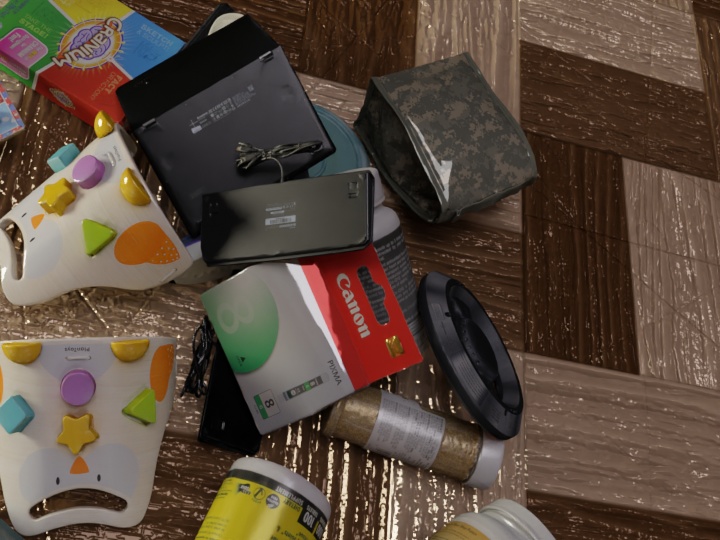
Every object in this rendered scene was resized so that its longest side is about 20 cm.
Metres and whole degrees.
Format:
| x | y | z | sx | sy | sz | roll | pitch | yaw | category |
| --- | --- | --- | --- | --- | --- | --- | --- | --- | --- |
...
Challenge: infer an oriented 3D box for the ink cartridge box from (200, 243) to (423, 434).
| x | y | z | sx | sy | sz | roll | pitch | yaw | category |
| --- | --- | --- | --- | --- | --- | --- | --- | --- | --- |
| -0.054 | 0.059 | 0.846 | 0.050 | 0.198 | 0.164 | -21 | 86 | -58 | ink cartridge box |

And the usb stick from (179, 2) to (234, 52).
| x | y | z | sx | sy | sz | roll | pitch | yaw | category |
| --- | --- | --- | --- | --- | --- | --- | --- | --- | --- |
| -0.214 | -0.258 | 1.044 | 0.032 | 0.056 | 0.202 | 29 | 60 | -1 | usb stick |

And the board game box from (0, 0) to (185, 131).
| x | y | z | sx | sy | sz | roll | pitch | yaw | category |
| --- | --- | --- | --- | --- | --- | --- | --- | --- | --- |
| -0.337 | -0.270 | 1.019 | 0.197 | 0.040 | 0.155 | 31 | 60 | -1 | board game box |

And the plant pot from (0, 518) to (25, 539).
| x | y | z | sx | sy | sz | roll | pitch | yaw | category |
| --- | --- | --- | --- | --- | --- | --- | --- | --- | --- |
| -0.328 | 0.295 | 0.651 | 0.195 | 0.201 | 0.197 | 37 | 62 | 4 | plant pot |

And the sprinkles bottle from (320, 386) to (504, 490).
| x | y | z | sx | sy | sz | roll | pitch | yaw | category |
| --- | --- | --- | --- | --- | --- | --- | --- | --- | --- |
| 0.057 | 0.177 | 0.911 | 0.196 | 0.068 | 0.070 | 20 | 60 | -7 | sprinkles bottle |

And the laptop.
| x | y | z | sx | sy | sz | roll | pitch | yaw | category |
| --- | --- | --- | --- | --- | --- | --- | --- | --- | --- |
| -0.157 | -0.172 | 0.944 | 0.185 | 0.116 | 0.203 | -30 | 95 | -6 | laptop |

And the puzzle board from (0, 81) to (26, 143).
| x | y | z | sx | sy | sz | roll | pitch | yaw | category |
| --- | --- | --- | --- | --- | --- | --- | --- | --- | --- |
| -0.490 | -0.171 | 0.913 | 0.197 | 0.017 | 0.152 | -30 | 77 | -16 | puzzle board |

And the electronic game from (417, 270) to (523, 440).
| x | y | z | sx | sy | sz | roll | pitch | yaw | category |
| --- | --- | --- | --- | --- | --- | --- | --- | --- | --- |
| 0.124 | 0.092 | 0.930 | 0.201 | 0.041 | 0.202 | 49 | 22 | -28 | electronic game |

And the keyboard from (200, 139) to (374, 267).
| x | y | z | sx | sy | sz | roll | pitch | yaw | category |
| --- | --- | --- | --- | --- | --- | --- | --- | --- | --- |
| -0.076 | -0.073 | 0.841 | 0.195 | 0.021 | 0.131 | -5 | 78 | 23 | keyboard |

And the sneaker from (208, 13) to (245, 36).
| x | y | z | sx | sy | sz | roll | pitch | yaw | category |
| --- | --- | --- | --- | --- | --- | --- | --- | --- | --- |
| -0.171 | -0.209 | 1.030 | 0.074 | 0.084 | 0.204 | 21 | 81 | 25 | sneaker |

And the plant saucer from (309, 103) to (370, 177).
| x | y | z | sx | sy | sz | roll | pitch | yaw | category |
| --- | --- | --- | --- | --- | --- | --- | --- | --- | --- |
| -0.076 | -0.135 | 1.046 | 0.195 | 0.028 | 0.205 | 7 | 64 | -15 | plant saucer |

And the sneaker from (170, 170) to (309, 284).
| x | y | z | sx | sy | sz | roll | pitch | yaw | category |
| --- | --- | --- | --- | --- | --- | --- | --- | --- | --- |
| -0.153 | -0.085 | 0.955 | 0.196 | 0.081 | 0.149 | -24 | 72 | -9 | sneaker |

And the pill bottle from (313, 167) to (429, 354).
| x | y | z | sx | sy | sz | roll | pitch | yaw | category |
| --- | --- | --- | --- | --- | --- | --- | --- | --- | --- |
| 0.000 | 0.000 | 0.904 | 0.112 | 0.113 | 0.205 | -23 | 107 | -26 | pill bottle |

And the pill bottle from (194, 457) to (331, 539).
| x | y | z | sx | sy | sz | roll | pitch | yaw | category |
| --- | --- | --- | --- | --- | --- | --- | --- | --- | --- |
| -0.112 | 0.290 | 0.776 | 0.111 | 0.113 | 0.203 | 27 | 60 | -3 | pill bottle |

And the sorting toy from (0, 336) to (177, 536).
| x | y | z | sx | sy | sz | roll | pitch | yaw | category |
| --- | --- | --- | --- | --- | --- | --- | --- | --- | --- |
| -0.273 | 0.159 | 0.814 | 0.195 | 0.107 | 0.185 | -1 | 84 | -18 | sorting toy |

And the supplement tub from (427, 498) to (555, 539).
| x | y | z | sx | sy | sz | roll | pitch | yaw | category |
| --- | --- | --- | --- | --- | --- | --- | --- | --- | --- |
| 0.098 | 0.330 | 0.806 | 0.198 | 0.145 | 0.146 | -29 | 76 | -27 | supplement tub |

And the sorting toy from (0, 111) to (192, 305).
| x | y | z | sx | sy | sz | roll | pitch | yaw | category |
| --- | --- | --- | --- | --- | --- | --- | --- | --- | --- |
| -0.301 | -0.053 | 0.874 | 0.178 | 0.107 | 0.201 | -32 | 55 | -4 | sorting toy |

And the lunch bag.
| x | y | z | sx | sy | sz | roll | pitch | yaw | category |
| --- | --- | --- | --- | --- | --- | --- | --- | --- | --- |
| 0.112 | -0.157 | 1.065 | 0.161 | 0.118 | 0.202 | -21 | 68 | -26 | lunch bag |

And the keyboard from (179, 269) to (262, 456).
| x | y | z | sx | sy | sz | roll | pitch | yaw | category |
| --- | --- | --- | --- | --- | --- | --- | --- | --- | --- |
| -0.144 | 0.095 | 0.916 | 0.103 | 0.039 | 0.204 | 27 | 55 | -31 | keyboard |
